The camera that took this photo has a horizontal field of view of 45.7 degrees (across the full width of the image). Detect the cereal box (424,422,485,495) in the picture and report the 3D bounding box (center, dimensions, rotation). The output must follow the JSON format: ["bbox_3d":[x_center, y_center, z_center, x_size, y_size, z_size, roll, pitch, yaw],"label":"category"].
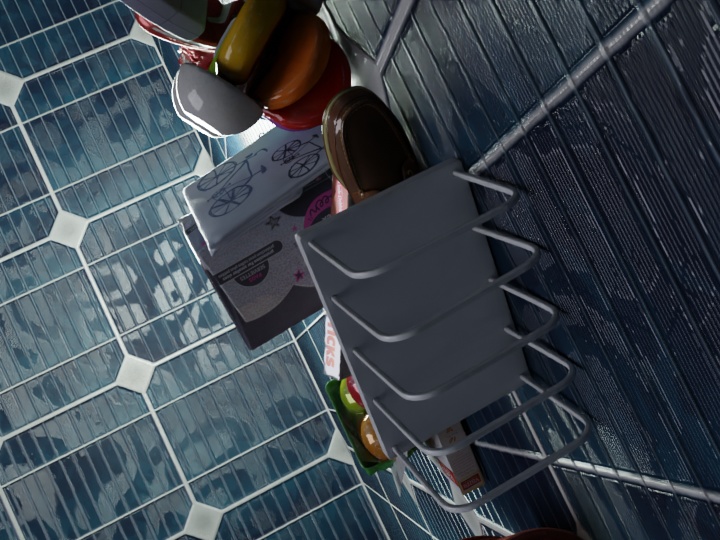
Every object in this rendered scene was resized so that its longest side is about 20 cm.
[{"bbox_3d":[0.082,0.164,1.066,0.202,0.039,0.144,68,171,-15],"label":"cereal box"}]

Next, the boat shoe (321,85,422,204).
[{"bbox_3d":[0.029,-0.067,0.736,0.068,0.072,0.201,44,164,48],"label":"boat shoe"}]

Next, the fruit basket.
[{"bbox_3d":[0.024,0.158,1.060,0.201,0.093,0.186,98,150,-49],"label":"fruit basket"}]

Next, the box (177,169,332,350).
[{"bbox_3d":[-0.071,-0.035,0.908,0.133,0.199,0.115,65,169,-29],"label":"box"}]

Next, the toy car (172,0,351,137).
[{"bbox_3d":[-0.081,-0.196,0.812,0.149,0.176,0.200,29,179,-17],"label":"toy car"}]

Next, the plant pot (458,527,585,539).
[{"bbox_3d":[0.146,0.325,0.767,0.202,0.199,0.196,61,160,20],"label":"plant pot"}]

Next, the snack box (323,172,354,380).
[{"bbox_3d":[0.000,0.000,0.813,0.024,0.072,0.202,17,111,38],"label":"snack box"}]

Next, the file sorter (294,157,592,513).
[{"bbox_3d":[0.065,0.045,0.618,0.202,0.138,0.124,68,166,-20],"label":"file sorter"}]

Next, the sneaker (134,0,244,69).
[{"bbox_3d":[-0.188,-0.253,0.960,0.115,0.199,0.079,-30,76,36],"label":"sneaker"}]

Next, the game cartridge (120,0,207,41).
[{"bbox_3d":[-0.220,-0.316,0.813,0.200,0.041,0.134,35,-141,-44],"label":"game cartridge"}]

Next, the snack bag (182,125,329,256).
[{"bbox_3d":[-0.084,-0.105,0.855,0.021,0.199,0.189,56,176,-27],"label":"snack bag"}]
